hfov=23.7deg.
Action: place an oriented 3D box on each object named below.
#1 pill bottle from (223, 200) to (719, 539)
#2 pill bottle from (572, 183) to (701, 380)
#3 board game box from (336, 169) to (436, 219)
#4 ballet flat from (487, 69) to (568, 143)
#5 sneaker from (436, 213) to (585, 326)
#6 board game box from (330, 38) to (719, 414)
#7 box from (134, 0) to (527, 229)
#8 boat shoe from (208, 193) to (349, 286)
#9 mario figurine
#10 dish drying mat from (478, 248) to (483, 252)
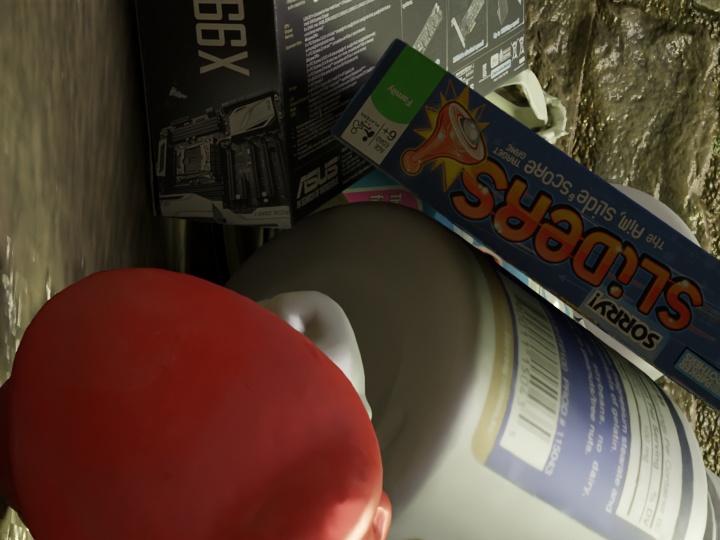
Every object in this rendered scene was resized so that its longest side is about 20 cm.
[{"bbox_3d":[0.044,0.071,0.570,0.200,0.120,0.120,35,47,-42],"label":"pill bottle"},{"bbox_3d":[0.109,0.037,0.981,0.200,0.111,0.111,131,-35,-61],"label":"pill bottle"},{"bbox_3d":[0.000,0.000,0.740,0.153,0.040,0.200,-109,-169,-54],"label":"board game box"},{"bbox_3d":[0.056,-0.111,0.974,0.200,0.072,0.072,22,64,-53],"label":"ballet flat"},{"bbox_3d":[0.060,0.011,0.815,0.072,0.072,0.200,41,-15,33],"label":"sneaker"},{"bbox_3d":[0.075,-0.004,0.557,0.034,0.135,0.200,-54,165,3],"label":"board game box"},{"bbox_3d":[-0.003,-0.119,0.561,0.200,0.050,0.158,-38,130,-56],"label":"box"},{"bbox_3d":[-0.018,0.053,0.641,0.072,0.066,0.201,-38,114,-40],"label":"boat shoe"},{"bbox_3d":[-0.036,0.083,0.393,0.123,0.106,0.200,-101,175,-57],"label":"mario figurine"},{"bbox_3d":[0.053,0.080,0.784,0.200,0.018,0.077,79,15,-53],"label":"dish drying mat"}]
